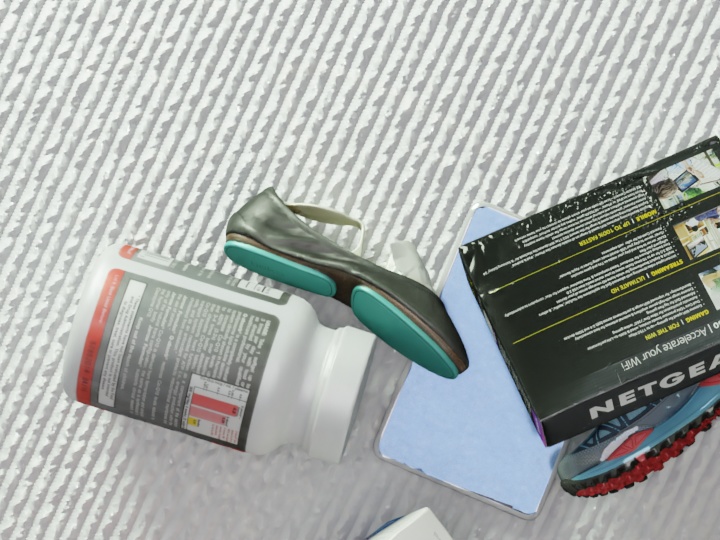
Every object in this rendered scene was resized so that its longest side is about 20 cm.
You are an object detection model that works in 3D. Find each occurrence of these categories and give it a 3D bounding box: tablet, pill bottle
[{"bbox_3d":[0.103,0.064,1.588,0.130,0.014,0.200,22,89,3],"label":"tablet"},{"bbox_3d":[-0.097,0.062,1.545,0.200,0.116,0.116,17,90,3],"label":"pill bottle"}]

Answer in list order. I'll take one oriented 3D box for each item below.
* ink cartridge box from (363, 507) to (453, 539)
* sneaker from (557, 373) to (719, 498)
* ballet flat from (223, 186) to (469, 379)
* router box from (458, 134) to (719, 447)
[{"bbox_3d":[-0.024,0.249,1.512,0.200,0.116,0.067,-36,89,-17],"label":"ink cartridge box"},{"bbox_3d":[0.209,0.078,1.565,0.200,0.079,0.096,-39,70,-3],"label":"sneaker"},{"bbox_3d":[0.000,0.000,1.567,0.200,0.068,0.068,30,69,5],"label":"ballet flat"},{"bbox_3d":[0.186,0.013,1.525,0.200,0.051,0.149,-23,61,0],"label":"router box"}]
